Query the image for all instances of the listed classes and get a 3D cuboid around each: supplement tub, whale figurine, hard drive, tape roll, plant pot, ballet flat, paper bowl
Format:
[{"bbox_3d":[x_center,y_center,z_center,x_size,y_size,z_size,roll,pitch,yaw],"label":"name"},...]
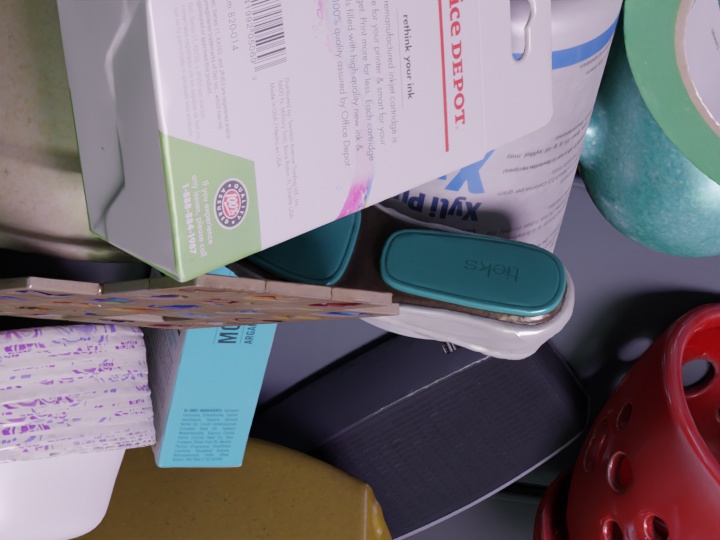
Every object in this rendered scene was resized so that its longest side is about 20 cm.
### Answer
[{"bbox_3d":[0.047,-0.080,0.962,0.131,0.132,0.201,-2,131,-15],"label":"supplement tub"},{"bbox_3d":[0.171,-0.090,1.008,0.158,0.104,0.200,-17,134,0],"label":"whale figurine"},{"bbox_3d":[0.032,0.100,1.184,0.199,0.042,0.135,-29,133,10],"label":"hard drive"},{"bbox_3d":[0.218,-0.103,0.882,0.200,0.048,0.201,20,140,17],"label":"tape roll"},{"bbox_3d":[-0.075,0.208,1.116,0.199,0.195,0.196,-10,135,12],"label":"plant pot"},{"bbox_3d":[0.213,0.148,1.182,0.200,0.201,0.183,16,134,-28],"label":"plant pot"},{"bbox_3d":[0.000,0.000,0.919,0.199,0.070,0.070,17,130,5],"label":"ballet flat"},{"bbox_3d":[-0.106,-0.132,0.844,0.200,0.201,0.184,-1,121,-16],"label":"plant pot"},{"bbox_3d":[-0.203,0.089,0.991,0.200,0.105,0.201,-7,177,0],"label":"paper bowl"}]

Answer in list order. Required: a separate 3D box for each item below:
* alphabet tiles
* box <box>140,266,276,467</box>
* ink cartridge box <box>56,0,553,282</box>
[{"bbox_3d":[-0.088,0.013,0.847,0.167,0.008,0.200,7,172,-40],"label":"alphabet tiles"},{"bbox_3d":[-0.074,0.001,1.021,0.049,0.082,0.201,2,126,-21],"label":"box"},{"bbox_3d":[-0.016,-0.088,0.783,0.200,0.067,0.118,-23,121,-34],"label":"ink cartridge box"}]
